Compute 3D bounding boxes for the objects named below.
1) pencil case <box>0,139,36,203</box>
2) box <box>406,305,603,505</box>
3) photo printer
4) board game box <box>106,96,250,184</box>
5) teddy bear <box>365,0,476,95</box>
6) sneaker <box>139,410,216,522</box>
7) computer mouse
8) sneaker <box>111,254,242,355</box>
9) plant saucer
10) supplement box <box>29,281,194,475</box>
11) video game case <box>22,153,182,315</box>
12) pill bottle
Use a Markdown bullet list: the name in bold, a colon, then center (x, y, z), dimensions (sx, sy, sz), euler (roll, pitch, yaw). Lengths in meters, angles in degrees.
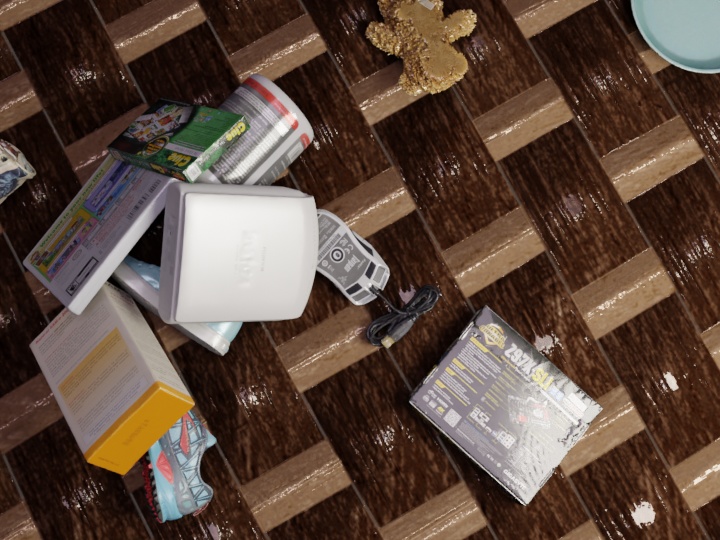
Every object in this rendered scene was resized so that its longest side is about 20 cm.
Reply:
- **pencil case**: center (-0.507, -0.086, 1.363), dimensions (0.200, 0.089, 0.078), euler (-43, 86, -6)
- **box**: center (0.180, 0.171, 1.370), dimensions (0.199, 0.049, 0.160), euler (40, 80, 4)
- **photo printer**: center (-0.141, -0.020, 1.311), dimensions (0.197, 0.069, 0.170), euler (1, 102, -33)
- **board game box**: center (-0.225, -0.162, 1.319), dimensions (0.105, 0.199, 0.024), euler (-44, 127, -21)
- **teddy bear**: center (0.077, -0.324, 1.438), dimensions (0.144, 0.067, 0.201), euler (-31, 77, -15)
- **sneaker**: center (-0.230, 0.206, 1.349), dimensions (0.094, 0.079, 0.204), euler (-5, 80, -25)
- **computer mouse**: center (0.000, 0.000, 1.388), dimensions (0.200, 0.044, 0.110), euler (46, 103, 4)
- **sneaker**: center (-0.234, 0.021, 1.371), dimensions (0.199, 0.074, 0.083), euler (36, 74, -5)
- **plant saucer**: center (0.456, -0.359, 1.455), dimensions (0.196, 0.036, 0.204), euler (0, 82, -3)
- **supplement box**: center (-0.299, 0.123, 1.293), dimensions (0.126, 0.073, 0.201), euler (-43, 54, 7)
- **video game case**: center (-0.322, -0.056, 1.336), dimensions (0.201, 0.181, 0.022), euler (-53, 128, -7)
- **pill bottle**: center (-0.163, -0.140, 1.369), dimensions (0.116, 0.116, 0.200), euler (43, 82, 4)
